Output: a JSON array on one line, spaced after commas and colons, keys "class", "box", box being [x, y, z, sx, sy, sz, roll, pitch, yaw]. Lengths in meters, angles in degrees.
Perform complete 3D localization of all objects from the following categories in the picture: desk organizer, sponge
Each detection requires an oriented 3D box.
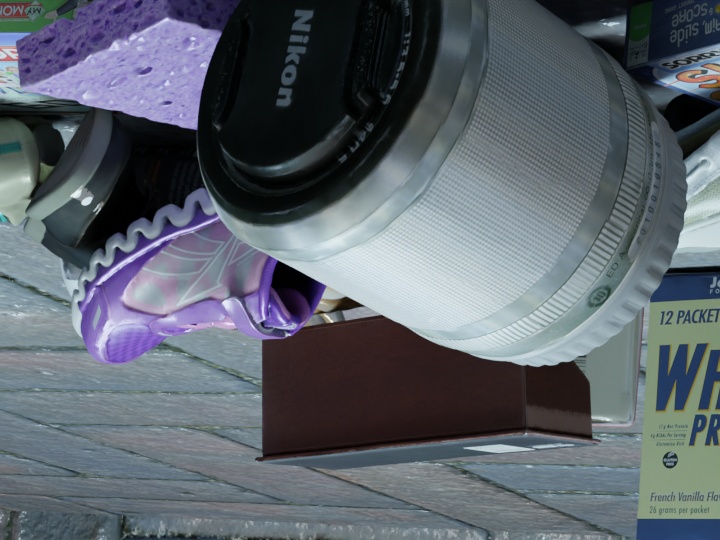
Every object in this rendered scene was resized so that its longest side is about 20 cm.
[{"class": "desk organizer", "box": [0.035, 0.067, 1.232, 0.199, 0.078, 0.071, -10, 166, 40]}, {"class": "sponge", "box": [-0.059, -0.102, 1.075, 0.111, 0.030, 0.199, -21, 160, 41]}]

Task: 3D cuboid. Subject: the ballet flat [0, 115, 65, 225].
[{"class": "ballet flat", "box": [-0.205, -0.065, 1.284, 0.069, 0.070, 0.200, 6, -177, -4]}]

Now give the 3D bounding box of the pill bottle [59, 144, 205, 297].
[{"class": "pill bottle", "box": [-0.080, -0.024, 1.339, 0.198, 0.107, 0.106, 3, 167, 13]}]

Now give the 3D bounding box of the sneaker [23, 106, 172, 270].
[{"class": "sneaker", "box": [-0.126, -0.030, 1.205, 0.106, 0.075, 0.200, 33, 170, -5]}]

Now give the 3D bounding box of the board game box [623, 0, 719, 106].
[{"class": "board game box", "box": [0.239, -0.109, 0.994, 0.135, 0.035, 0.199, 15, 165, -35]}]

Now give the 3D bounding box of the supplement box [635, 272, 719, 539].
[{"class": "supplement box", "box": [0.307, 0.118, 1.576, 0.133, 0.202, 0.199, -4, 163, 32]}]

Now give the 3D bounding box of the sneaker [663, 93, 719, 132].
[{"class": "sneaker", "box": [0.166, -0.062, 1.178, 0.198, 0.076, 0.115, -11, 156, 24]}]

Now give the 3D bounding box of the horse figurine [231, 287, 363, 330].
[{"class": "horse figurine", "box": [0.000, 0.000, 1.220, 0.131, 0.050, 0.200, 11, 163, -17]}]

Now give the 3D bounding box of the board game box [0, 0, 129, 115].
[{"class": "board game box", "box": [-0.173, -0.117, 1.152, 0.198, 0.029, 0.135, 2, 167, 17]}]

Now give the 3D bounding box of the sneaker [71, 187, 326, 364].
[{"class": "sneaker", "box": [-0.069, 0.003, 1.139, 0.199, 0.089, 0.080, -34, 157, 23]}]

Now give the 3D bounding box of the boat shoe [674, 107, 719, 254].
[{"class": "boat shoe", "box": [0.142, -0.040, 1.102, 0.201, 0.075, 0.065, -15, 119, 49]}]

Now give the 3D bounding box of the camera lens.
[{"class": "camera lens", "box": [0.036, -0.056, 0.985, 0.159, 0.161, 0.199, -7, 154, 43]}]

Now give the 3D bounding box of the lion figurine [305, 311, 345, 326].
[{"class": "lion figurine", "box": [-0.030, 0.031, 1.458, 0.072, 0.201, 0.123, -11, 142, -20]}]

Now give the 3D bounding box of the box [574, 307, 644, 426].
[{"class": "box", "box": [0.112, 0.029, 1.357, 0.108, 0.129, 0.200, 3, 179, -1]}]
